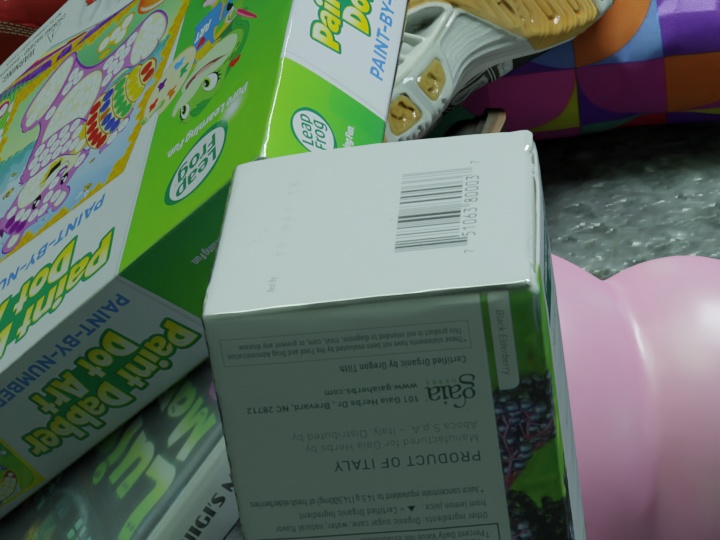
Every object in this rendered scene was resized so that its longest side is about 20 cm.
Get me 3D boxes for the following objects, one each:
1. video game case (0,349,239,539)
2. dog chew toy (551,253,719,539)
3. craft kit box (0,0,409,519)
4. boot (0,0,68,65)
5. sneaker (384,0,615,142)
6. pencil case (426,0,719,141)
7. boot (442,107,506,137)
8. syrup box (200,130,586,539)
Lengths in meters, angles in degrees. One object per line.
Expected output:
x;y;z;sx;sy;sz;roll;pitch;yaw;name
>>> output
-0.063;0.027;0.868;0.182;0.023;0.200;-54;24;6;video game case
0.085;0.051;0.835;0.200;0.125;0.125;-4;27;-9;dog chew toy
-0.063;-0.040;0.878;0.200;0.049;0.198;-38;32;36;craft kit box
-0.103;-0.124;1.042;0.200;0.144;0.072;13;44;-11;boot
0.016;-0.086;1.039;0.200;0.076;0.088;-34;-1;-40;sneaker
0.088;-0.092;1.127;0.200;0.088;0.088;-5;28;6;pencil case
0.000;0.000;0.989;0.097;0.075;0.200;1;31;11;boot
0.017;0.073;0.716;0.081;0.200;0.079;-6;29;7;syrup box
